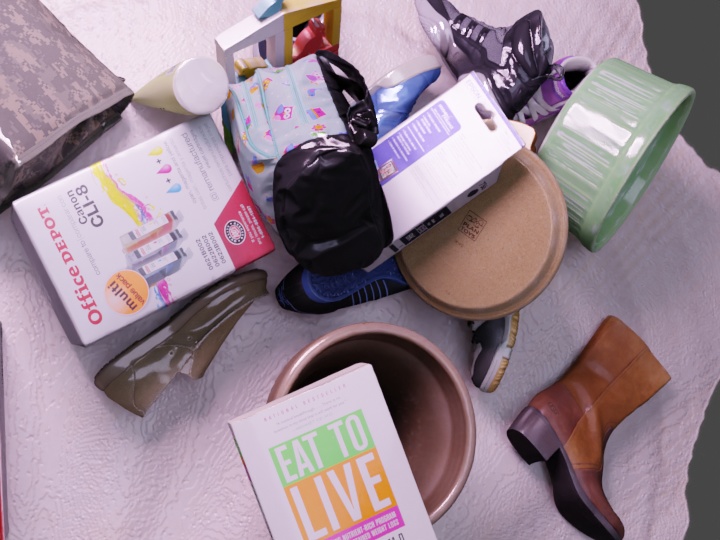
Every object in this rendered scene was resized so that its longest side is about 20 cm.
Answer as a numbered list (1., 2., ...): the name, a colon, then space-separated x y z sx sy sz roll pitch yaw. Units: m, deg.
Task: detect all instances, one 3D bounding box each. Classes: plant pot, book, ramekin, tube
1. plant pot: -0.009 0.155 1.016 0.198 0.174 0.203 2 83 -16
2. book: -0.019 0.199 0.897 0.132 0.048 0.202 -22 92 -15
3. ramekin: 0.265 -0.129 1.125 0.097 0.200 0.200 34 73 17
4. tube: -0.170 -0.172 0.995 0.058 0.200 0.052 33 85 -21

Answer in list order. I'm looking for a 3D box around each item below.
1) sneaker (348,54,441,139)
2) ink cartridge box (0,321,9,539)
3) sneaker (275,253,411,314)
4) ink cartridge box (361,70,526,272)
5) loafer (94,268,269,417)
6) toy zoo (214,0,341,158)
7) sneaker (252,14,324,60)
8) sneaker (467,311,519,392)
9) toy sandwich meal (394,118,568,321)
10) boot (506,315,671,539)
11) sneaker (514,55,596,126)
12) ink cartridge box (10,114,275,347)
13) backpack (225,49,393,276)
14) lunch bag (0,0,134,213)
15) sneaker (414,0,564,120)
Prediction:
1. sneaker: 0.025 -0.139 1.113 0.199 0.077 0.112 -35 93 -18
2. ink cartridge box: -0.335 0.140 0.915 0.044 0.176 0.202 -2 84 -17
3. sneaker: 0.000 0.000 1.099 0.199 0.078 0.071 -11 84 -40
4. ink cartridge box: 0.059 -0.096 1.023 0.199 0.039 0.100 -34 70 10
5. loafer: -0.167 0.071 1.034 0.199 0.076 0.068 -36 95 -8
6. toy zoo: -0.080 -0.201 1.030 0.130 0.201 0.021 -28 66 -19
7. sneaker: -0.068 -0.312 1.088 0.069 0.108 0.202 7 81 -17
8. sneaker: 0.131 0.031 1.140 0.087 0.076 0.202 10 78 1
9. toy sandwich meal: 0.122 -0.050 1.066 0.203 0.070 0.208 0 90 21
10. boot: 0.281 0.182 1.177 0.200 0.068 0.189 -40 89 -25
11. sneaker: 0.173 -0.183 1.147 0.199 0.114 0.073 -32 95 -17
12. ink cartridge box: -0.211 -0.034 0.989 0.199 0.144 0.146 -28 96 -18
13. backpack: -0.051 -0.112 0.957 0.125 0.168 0.201 -13 48 -9
14. lunch bag: -0.329 -0.171 0.981 0.164 0.118 0.200 44 43 -4
15. sneaker: 0.141 -0.249 1.122 0.113 0.075 0.201 -32 61 9
